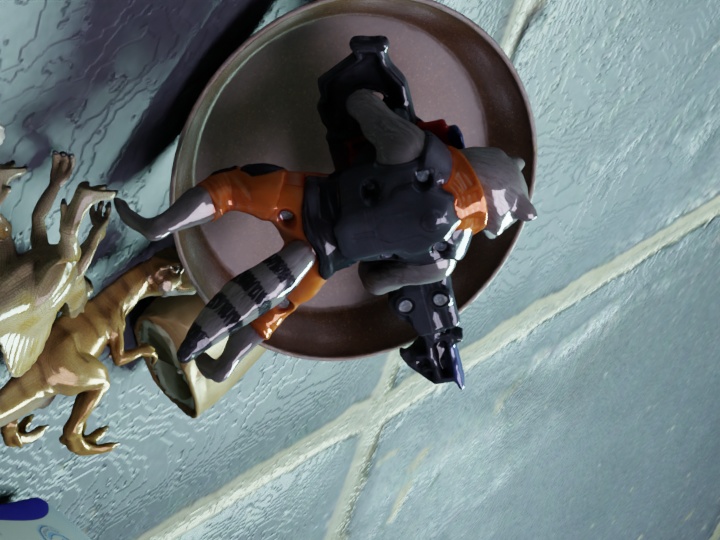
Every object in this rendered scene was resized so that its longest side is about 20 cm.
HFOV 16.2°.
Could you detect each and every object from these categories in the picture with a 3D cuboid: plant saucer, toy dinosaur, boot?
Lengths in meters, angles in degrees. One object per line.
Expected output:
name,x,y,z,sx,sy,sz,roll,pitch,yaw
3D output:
plant saucer,-0.006,-0.051,1.303,0.199,0.034,0.202,-7,113,-17
toy dinosaur,-0.158,0.052,1.264,0.200,0.060,0.107,-45,153,-44
toy dinosaur,-0.153,0.004,1.160,0.200,0.058,0.102,-28,135,-69
boot,-0.036,-0.027,1.360,0.200,0.066,0.176,-39,148,-17

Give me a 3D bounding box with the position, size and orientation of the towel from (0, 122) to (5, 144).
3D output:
towel,-0.231,-0.027,1.038,0.133,0.034,0.200,-54,157,8

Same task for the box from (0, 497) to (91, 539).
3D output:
box,-0.220,0.231,1.308,0.200,0.105,0.184,-53,168,9

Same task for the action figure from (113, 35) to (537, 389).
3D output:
action figure,0.000,0.000,1.252,0.192,0.105,0.201,-23,115,2
